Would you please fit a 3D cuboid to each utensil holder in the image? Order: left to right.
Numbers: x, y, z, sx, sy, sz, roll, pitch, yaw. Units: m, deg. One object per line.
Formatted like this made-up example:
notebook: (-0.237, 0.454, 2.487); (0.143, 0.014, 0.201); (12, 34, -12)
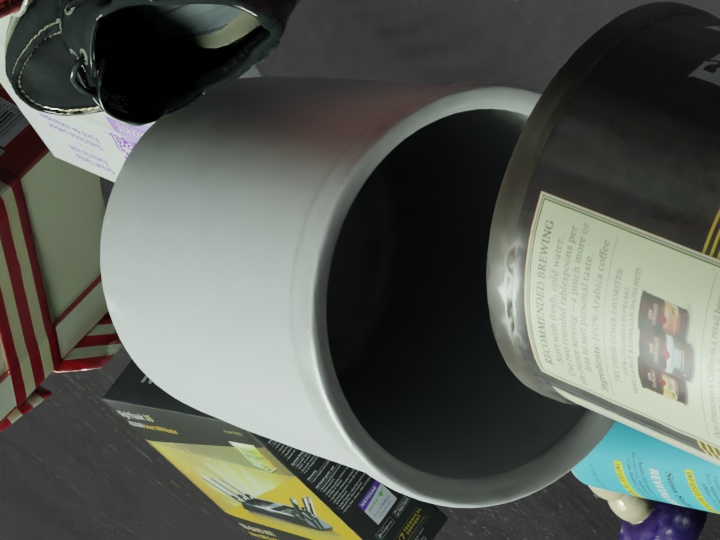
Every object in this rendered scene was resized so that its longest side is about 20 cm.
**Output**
utensil holder: (0.000, 0.000, 1.227); (0.170, 0.170, 0.200); (46, 162, -28)

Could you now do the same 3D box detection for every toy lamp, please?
toy lamp: (0.091, 0.071, 1.420); (0.200, 0.058, 0.058); (42, 162, -22)

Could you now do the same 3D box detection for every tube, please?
tube: (0.184, 0.092, 1.320); (0.200, 0.050, 0.077); (10, 156, 45)

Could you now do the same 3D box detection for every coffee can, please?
coffee can: (0.164, 0.007, 0.957); (0.200, 0.147, 0.146); (23, 158, 37)

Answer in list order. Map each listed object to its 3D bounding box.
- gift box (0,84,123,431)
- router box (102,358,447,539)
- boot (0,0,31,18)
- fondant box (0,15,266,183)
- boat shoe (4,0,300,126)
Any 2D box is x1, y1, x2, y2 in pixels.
gift box: (-0.235, -0.017, 1.630); (0.184, 0.200, 0.187); (32, 147, 27)
router box: (-0.057, 0.119, 1.838); (0.157, 0.052, 0.200); (45, 161, -23)
boot: (-0.079, -0.127, 1.089); (0.200, 0.144, 0.072); (30, 160, 18)
fondant box: (-0.124, -0.111, 1.364); (0.144, 0.058, 0.200); (23, 159, 36)
boat shoe: (-0.089, -0.095, 1.211); (0.199, 0.066, 0.074); (-18, 139, 41)
